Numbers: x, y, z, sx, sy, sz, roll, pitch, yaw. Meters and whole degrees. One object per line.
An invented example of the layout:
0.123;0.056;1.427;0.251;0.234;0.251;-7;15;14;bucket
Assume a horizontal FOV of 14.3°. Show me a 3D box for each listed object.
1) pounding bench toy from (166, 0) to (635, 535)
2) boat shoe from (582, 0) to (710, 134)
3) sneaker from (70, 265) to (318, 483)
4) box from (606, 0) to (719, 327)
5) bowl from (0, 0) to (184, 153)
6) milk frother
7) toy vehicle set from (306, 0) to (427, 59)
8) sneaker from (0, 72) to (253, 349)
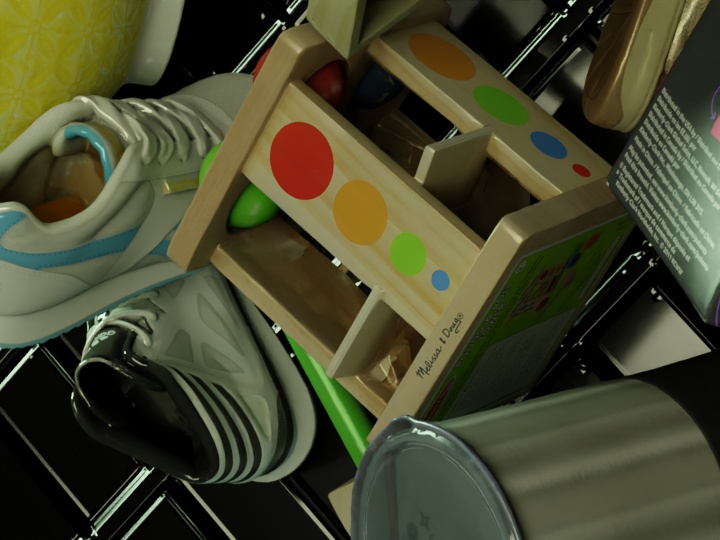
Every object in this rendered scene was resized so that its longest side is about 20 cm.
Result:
0.000;0.000;1.261;0.156;0.124;0.200;41;121;19;pounding bench toy
0.162;-0.143;1.199;0.072;0.072;0.201;22;93;-8;boat shoe
-0.102;0.011;1.315;0.076;0.115;0.201;-38;76;21;sneaker
0.207;-0.074;1.136;0.200;0.122;0.106;-60;34;24;box
-0.140;-0.134;1.317;0.107;0.200;0.201;10;97;-15;bowl
0.134;0.106;1.116;0.200;0.188;0.181;-48;62;51;milk frother
0.064;-0.182;1.175;0.200;0.124;0.027;-38;71;-24;toy vehicle set
-0.100;-0.041;1.276;0.076;0.200;0.081;36;138;23;sneaker
